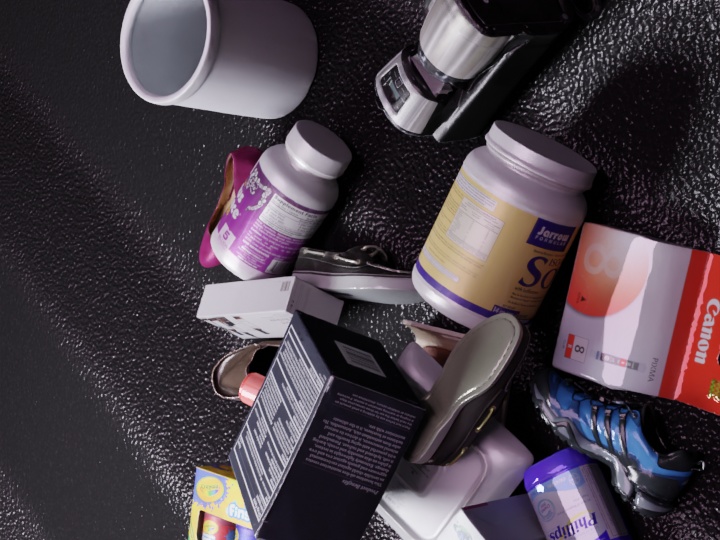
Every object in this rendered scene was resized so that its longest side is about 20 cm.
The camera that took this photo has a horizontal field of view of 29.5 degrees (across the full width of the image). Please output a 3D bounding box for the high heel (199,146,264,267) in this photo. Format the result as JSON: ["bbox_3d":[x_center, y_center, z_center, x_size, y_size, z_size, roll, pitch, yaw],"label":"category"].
[{"bbox_3d":[-0.183,-0.084,1.810,0.067,0.096,0.200,49,117,32],"label":"high heel"}]

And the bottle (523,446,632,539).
[{"bbox_3d":[0.242,0.288,1.434,0.083,0.065,0.201,-33,66,30],"label":"bottle"}]

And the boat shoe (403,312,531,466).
[{"bbox_3d":[0.119,0.128,1.452,0.201,0.060,0.072,-53,40,23],"label":"boat shoe"}]

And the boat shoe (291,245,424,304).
[{"bbox_3d":[0.000,0.000,1.660,0.199,0.071,0.064,5,76,33],"label":"boat shoe"}]

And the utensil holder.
[{"bbox_3d":[-0.177,-0.282,1.749,0.169,0.199,0.171,-4,84,41],"label":"utensil holder"}]

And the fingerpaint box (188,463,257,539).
[{"bbox_3d":[-0.131,0.351,1.753,0.199,0.073,0.168,10,94,41],"label":"fingerpaint box"}]

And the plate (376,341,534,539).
[{"bbox_3d":[0.071,0.218,1.544,0.199,0.032,0.200,43,117,23],"label":"plate"}]

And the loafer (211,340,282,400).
[{"bbox_3d":[-0.129,0.121,1.767,0.199,0.071,0.073,-22,73,38],"label":"loafer"}]

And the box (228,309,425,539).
[{"bbox_3d":[-0.043,0.181,1.515,0.199,0.123,0.200,-64,20,12],"label":"box"}]

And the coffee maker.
[{"bbox_3d":[0.137,-0.237,1.509,0.200,0.191,0.135,129,148,-51],"label":"coffee maker"}]

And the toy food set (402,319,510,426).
[{"bbox_3d":[0.093,0.167,1.577,0.143,0.060,0.201,12,94,41],"label":"toy food set"}]

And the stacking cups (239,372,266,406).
[{"bbox_3d":[-0.059,0.179,1.667,0.199,0.060,0.061,22,102,20],"label":"stacking cups"}]

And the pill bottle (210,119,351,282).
[{"bbox_3d":[-0.097,-0.087,1.724,0.112,0.112,0.200,51,119,31],"label":"pill bottle"}]

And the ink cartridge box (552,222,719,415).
[{"bbox_3d":[0.302,0.050,1.408,0.199,0.050,0.163,19,100,44],"label":"ink cartridge box"}]

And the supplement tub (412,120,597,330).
[{"bbox_3d":[0.156,-0.045,1.478,0.145,0.145,0.201,39,112,36],"label":"supplement tub"}]

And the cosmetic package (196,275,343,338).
[{"bbox_3d":[-0.117,0.050,1.726,0.199,0.082,0.051,-6,64,51],"label":"cosmetic package"}]

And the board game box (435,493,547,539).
[{"bbox_3d":[0.113,0.340,1.490,0.064,0.147,0.200,47,116,30],"label":"board game box"}]

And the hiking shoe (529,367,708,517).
[{"bbox_3d":[0.266,0.160,1.424,0.200,0.074,0.087,43,113,22],"label":"hiking shoe"}]
